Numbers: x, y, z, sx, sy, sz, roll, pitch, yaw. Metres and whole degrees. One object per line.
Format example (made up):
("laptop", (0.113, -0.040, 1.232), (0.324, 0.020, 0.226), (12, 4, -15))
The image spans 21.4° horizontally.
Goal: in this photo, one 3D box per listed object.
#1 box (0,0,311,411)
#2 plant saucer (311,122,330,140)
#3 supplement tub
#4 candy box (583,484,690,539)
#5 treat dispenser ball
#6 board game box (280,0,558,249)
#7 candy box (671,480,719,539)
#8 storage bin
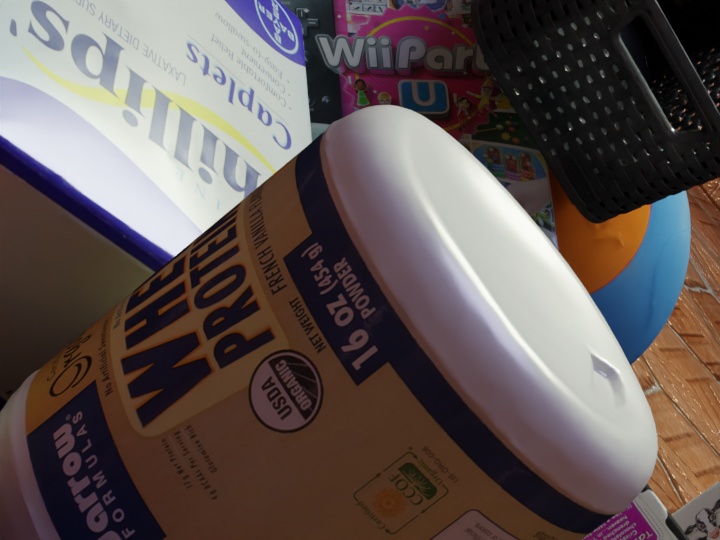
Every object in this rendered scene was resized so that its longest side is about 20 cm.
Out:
("box", (-0.108, -0.052, 0.716), (0.184, 0.105, 0.201), (38, 34, -40))
("plant saucer", (0.000, 0.000, 0.831), (0.200, 0.039, 0.202), (11, 49, -13))
("supplement tub", (-0.024, 0.061, 0.590), (0.144, 0.200, 0.145), (46, 16, -18))
("candy box", (0.109, 0.132, 0.721), (0.137, 0.061, 0.200), (53, 2, -35))
("treat dispenser ball", (0.089, -0.022, 1.095), (0.201, 0.201, 0.201), (46, 16, -18))
("board game box", (0.014, -0.065, 0.960), (0.064, 0.146, 0.201), (110, -22, -62))
("candy box", (0.222, 0.216, 1.005), (0.071, 0.167, 0.201), (30, 26, -51))
("storage bin", (0.145, -0.135, 0.978), (0.136, 0.093, 0.200), (56, 34, -22))
